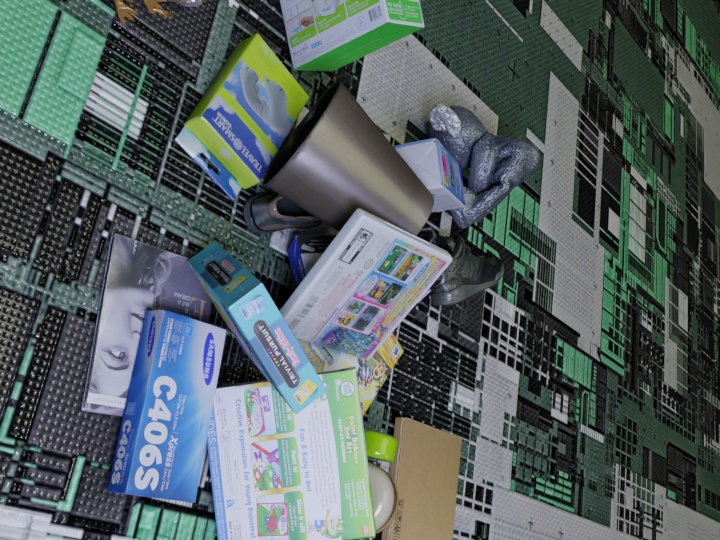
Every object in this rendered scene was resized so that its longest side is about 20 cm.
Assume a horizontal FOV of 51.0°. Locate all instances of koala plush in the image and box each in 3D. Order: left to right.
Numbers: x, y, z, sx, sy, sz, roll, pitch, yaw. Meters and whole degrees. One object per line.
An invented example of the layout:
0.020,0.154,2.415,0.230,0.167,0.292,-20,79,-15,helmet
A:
0.196,-0.212,1.340,0.201,0.183,0.177,50,18,7,koala plush

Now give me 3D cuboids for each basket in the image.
-0.007,-0.121,1.021,0.199,0.135,0.182,40,64,-17,basket

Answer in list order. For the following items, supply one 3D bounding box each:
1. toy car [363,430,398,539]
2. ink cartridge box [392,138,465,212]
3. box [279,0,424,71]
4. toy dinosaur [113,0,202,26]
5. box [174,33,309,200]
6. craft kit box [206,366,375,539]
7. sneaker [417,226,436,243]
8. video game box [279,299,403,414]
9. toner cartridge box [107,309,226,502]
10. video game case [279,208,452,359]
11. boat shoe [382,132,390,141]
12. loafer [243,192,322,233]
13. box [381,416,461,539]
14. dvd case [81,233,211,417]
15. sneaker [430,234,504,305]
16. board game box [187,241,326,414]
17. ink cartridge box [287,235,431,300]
-0.009,0.315,1.055,0.200,0.154,0.168,50,51,-64,toy car
0.086,-0.136,1.189,0.199,0.133,0.078,22,63,-69,ink cartridge box
-0.024,-0.412,1.108,0.096,0.197,0.181,-12,90,-47,box
-0.286,-0.363,0.931,0.198,0.060,0.108,27,39,-47,toy dinosaur
-0.157,-0.212,1.034,0.122,0.047,0.203,46,51,-30,box
-0.087,0.232,0.928,0.049,0.192,0.206,34,49,-84,craft kit box
0.067,-0.011,1.184,0.072,0.079,0.202,56,34,-24,sneaker
-0.034,0.105,1.105,0.202,0.046,0.183,57,48,-22,video game box
-0.220,0.157,0.870,0.094,0.043,0.205,24,67,-44,toner cartridge box
0.004,0.027,1.009,0.180,0.201,0.024,21,26,-41,video game case
-0.027,-0.182,1.164,0.198,0.070,0.072,-16,118,-50,boat shoe
-0.077,-0.096,1.085,0.198,0.062,0.074,-24,100,-47,loafer
0.103,0.356,1.219,0.162,0.021,0.205,27,62,-41,box
-0.246,0.075,0.901,0.147,0.016,0.205,21,67,-44,dvd case
0.190,-0.018,1.351,0.197,0.075,0.117,-20,103,-42,sneaker
-0.127,0.061,0.886,0.046,0.199,0.153,-34,116,-13,board game box
0.000,0.000,1.079,0.196,0.044,0.096,-2,64,-30,ink cartridge box
